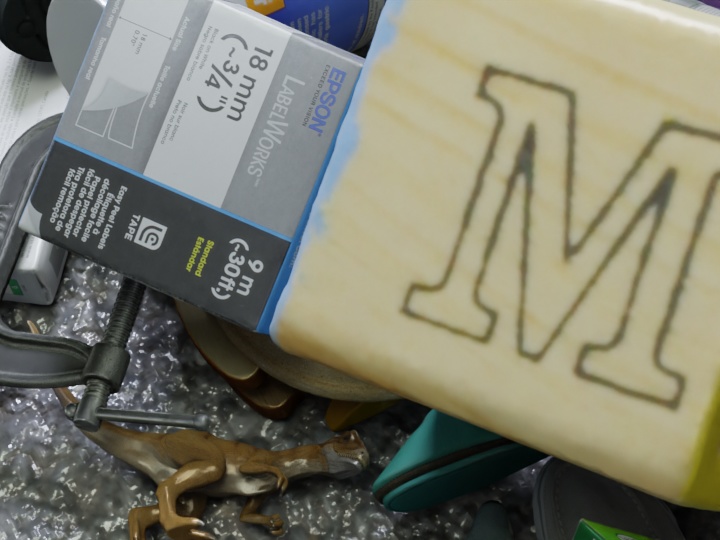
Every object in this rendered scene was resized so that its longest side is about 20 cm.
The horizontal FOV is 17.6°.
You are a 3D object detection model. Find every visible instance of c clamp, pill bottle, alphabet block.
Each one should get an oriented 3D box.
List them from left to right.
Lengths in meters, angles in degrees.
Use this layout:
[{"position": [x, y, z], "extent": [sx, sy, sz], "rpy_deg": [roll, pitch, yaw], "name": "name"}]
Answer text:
[{"position": [-0.138, -0.002, 1.241], "extent": [0.170, 0.027, 0.201], "rpy_deg": [-1, 59, 20], "name": "c clamp"}, {"position": [-0.071, -0.151, 1.291], "extent": [0.199, 0.112, 0.112], "rpy_deg": [-29, 59, -35], "name": "pill bottle"}, {"position": [0.109, -0.016, 1.041], "extent": [0.199, 0.195, 0.198], "rpy_deg": [20, 92, 25], "name": "alphabet block"}]

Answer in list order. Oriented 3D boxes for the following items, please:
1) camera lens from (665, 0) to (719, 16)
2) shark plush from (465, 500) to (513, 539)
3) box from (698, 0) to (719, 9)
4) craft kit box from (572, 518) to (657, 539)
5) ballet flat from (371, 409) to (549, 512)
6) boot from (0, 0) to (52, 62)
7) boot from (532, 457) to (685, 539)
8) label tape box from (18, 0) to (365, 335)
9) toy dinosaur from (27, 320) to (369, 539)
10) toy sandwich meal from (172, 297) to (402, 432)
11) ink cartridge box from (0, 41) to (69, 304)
[{"position": [0.206, -0.040, 1.201], "extent": [0.199, 0.160, 0.160], "rpy_deg": [24, 65, 19], "name": "camera lens"}, {"position": [0.050, 0.188, 1.090], "extent": [0.083, 0.091, 0.200], "rpy_deg": [-14, 20, -3], "name": "shark plush"}, {"position": [0.237, -0.194, 1.308], "extent": [0.199, 0.039, 0.137], "rpy_deg": [28, 73, -3], "name": "box"}, {"position": [0.149, 0.225, 1.007], "extent": [0.197, 0.049, 0.201], "rpy_deg": [18, 98, -22], "name": "craft kit box"}, {"position": [0.093, 0.062, 1.178], "extent": [0.199, 0.067, 0.071], "rpy_deg": [-21, 71, 19], "name": "ballet flat"}, {"position": [-0.168, -0.215, 1.371], "extent": [0.198, 0.074, 0.162], "rpy_deg": [-43, 44, -15], "name": "boot"}, {"position": [0.141, 0.153, 1.132], "extent": [0.073, 0.096, 0.201], "rpy_deg": [-24, 58, -7], "name": "boot"}, {"position": [-0.050, -0.049, 1.163], "extent": [0.199, 0.063, 0.145], "rpy_deg": [23, 95, 7], "name": "label tape box"}, {"position": [-0.095, 0.103, 1.222], "extent": [0.199, 0.061, 0.107], "rpy_deg": [12, 49, 7], "name": "toy dinosaur"}, {"position": [0.000, 0.000, 1.258], "extent": [0.204, 0.070, 0.206], "rpy_deg": [-1, 60, 2], "name": "toy sandwich meal"}, {"position": [-0.253, -0.069, 1.337], "extent": [0.199, 0.050, 0.162], "rpy_deg": [6, 61, 12], "name": "ink cartridge box"}]
